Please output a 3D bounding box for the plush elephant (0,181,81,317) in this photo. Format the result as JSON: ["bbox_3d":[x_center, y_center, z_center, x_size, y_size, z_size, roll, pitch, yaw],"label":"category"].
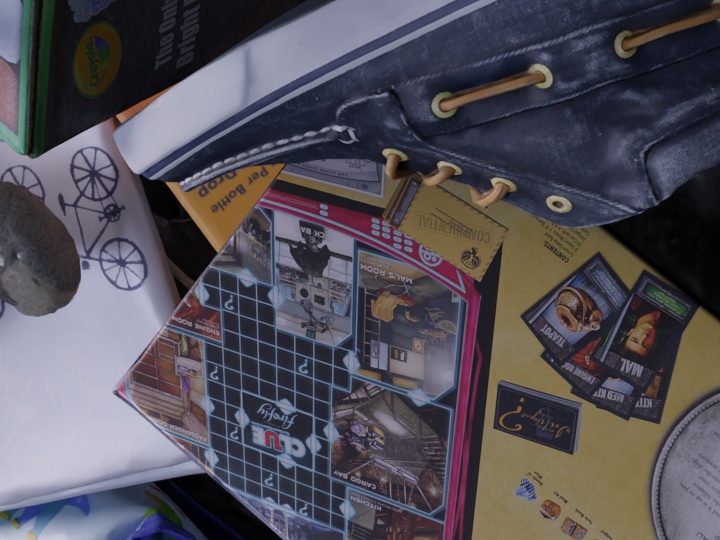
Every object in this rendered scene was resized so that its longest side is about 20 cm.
[{"bbox_3d":[-0.223,0.014,0.742,0.199,0.155,0.165,-18,126,32],"label":"plush elephant"}]

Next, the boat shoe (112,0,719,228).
[{"bbox_3d":[0.028,-0.045,0.656,0.200,0.071,0.091,-23,100,23],"label":"boat shoe"}]

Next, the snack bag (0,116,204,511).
[{"bbox_3d":[-0.160,0.002,0.827,0.199,0.021,0.190,-13,103,21],"label":"snack bag"}]

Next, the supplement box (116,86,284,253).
[{"bbox_3d":[0.000,0.000,0.769,0.200,0.066,0.069,52,-178,8],"label":"supplement box"}]

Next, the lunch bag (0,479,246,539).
[{"bbox_3d":[-0.112,0.137,0.944,0.170,0.128,0.200,33,166,39],"label":"lunch bag"}]

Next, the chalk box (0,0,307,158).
[{"bbox_3d":[-0.092,-0.129,0.688,0.124,0.200,0.125,41,141,25],"label":"chalk box"}]

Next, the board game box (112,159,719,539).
[{"bbox_3d":[0.042,0.047,0.700,0.200,0.136,0.035,40,-174,14],"label":"board game box"}]

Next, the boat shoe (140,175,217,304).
[{"bbox_3d":[-0.060,-0.008,0.843,0.200,0.072,0.068,40,112,-1],"label":"boat shoe"}]
